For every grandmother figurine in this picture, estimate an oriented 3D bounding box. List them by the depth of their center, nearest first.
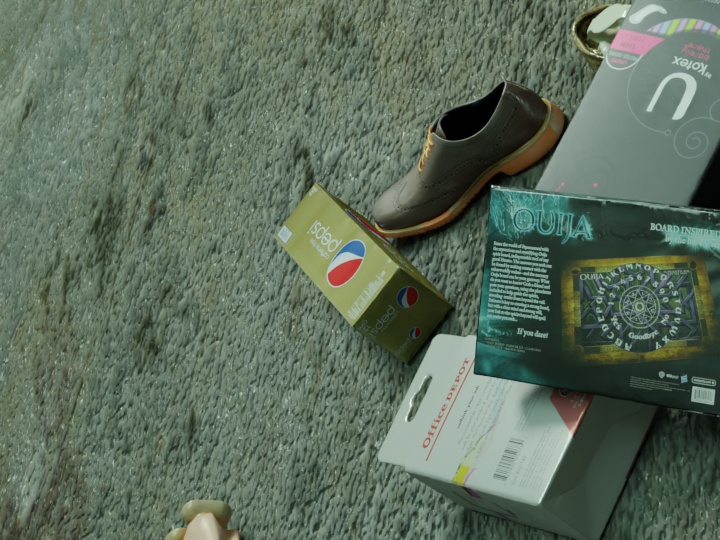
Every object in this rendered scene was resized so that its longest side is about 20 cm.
[{"bbox_3d":[-0.116,0.275,1.741,0.200,0.060,0.121,-105,29,-48],"label":"grandmother figurine"}]

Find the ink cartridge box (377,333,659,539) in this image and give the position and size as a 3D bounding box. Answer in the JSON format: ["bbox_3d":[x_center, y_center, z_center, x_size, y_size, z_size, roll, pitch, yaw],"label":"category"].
[{"bbox_3d":[0.111,0.117,1.563,0.200,0.067,0.117,9,68,55],"label":"ink cartridge box"}]

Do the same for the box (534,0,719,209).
[{"bbox_3d":[0.227,-0.092,1.530,0.122,0.106,0.200,20,77,36],"label":"box"}]

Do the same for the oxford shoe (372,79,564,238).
[{"bbox_3d":[0.074,-0.098,1.805,0.200,0.073,0.071,-35,36,30],"label":"oxford shoe"}]

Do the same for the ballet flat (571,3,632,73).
[{"bbox_3d":[0.236,-0.182,1.671,0.200,0.065,0.071,-3,60,53],"label":"ballet flat"}]

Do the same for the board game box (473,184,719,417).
[{"bbox_3d":[0.169,0.018,1.448,0.200,0.028,0.136,9,95,37],"label":"board game box"}]

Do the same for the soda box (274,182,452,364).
[{"bbox_3d":[0.000,0.000,1.821,0.064,0.068,0.200,-52,31,6],"label":"soda box"}]
